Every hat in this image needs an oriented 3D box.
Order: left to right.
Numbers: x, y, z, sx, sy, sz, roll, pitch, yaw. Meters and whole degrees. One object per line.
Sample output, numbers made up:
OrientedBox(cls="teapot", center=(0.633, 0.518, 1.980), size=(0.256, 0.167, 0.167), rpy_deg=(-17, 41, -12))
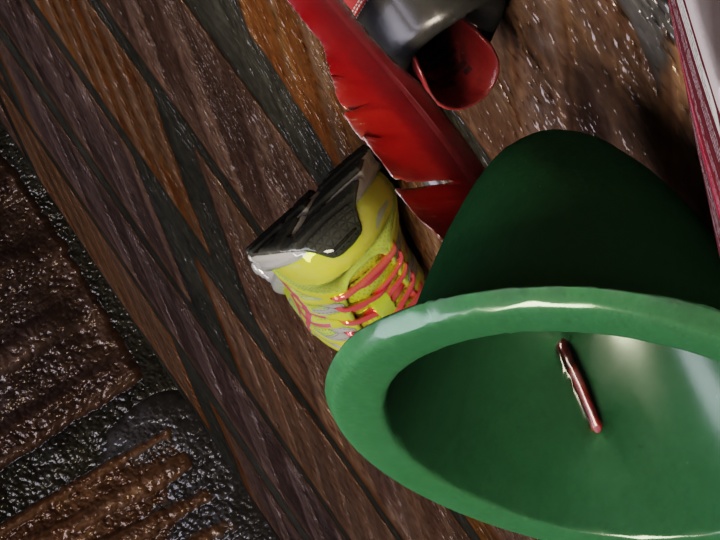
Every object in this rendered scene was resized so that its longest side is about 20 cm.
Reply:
OrientedBox(cls="hat", center=(0.075, -0.027, 0.942), size=(0.200, 0.176, 0.166), rpy_deg=(27, 146, -28))

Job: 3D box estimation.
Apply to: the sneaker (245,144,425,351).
OrientedBox(cls="sneaker", center=(0.000, 0.000, 1.428), size=(0.090, 0.078, 0.200), rpy_deg=(50, 177, 2))

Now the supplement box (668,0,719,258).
OrientedBox(cls="supplement box", center=(0.103, -0.024, 0.624), size=(0.200, 0.061, 0.109), rpy_deg=(70, -172, -54))

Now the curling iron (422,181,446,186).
OrientedBox(cls="curling iron", center=(0.046, -0.017, 1.198), size=(0.200, 0.026, 0.050), rpy_deg=(62, -151, 3))

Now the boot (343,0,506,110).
OrientedBox(cls="boot", center=(-0.011, -0.113, 1.062), size=(0.144, 0.072, 0.200), rpy_deg=(57, 168, -2))
